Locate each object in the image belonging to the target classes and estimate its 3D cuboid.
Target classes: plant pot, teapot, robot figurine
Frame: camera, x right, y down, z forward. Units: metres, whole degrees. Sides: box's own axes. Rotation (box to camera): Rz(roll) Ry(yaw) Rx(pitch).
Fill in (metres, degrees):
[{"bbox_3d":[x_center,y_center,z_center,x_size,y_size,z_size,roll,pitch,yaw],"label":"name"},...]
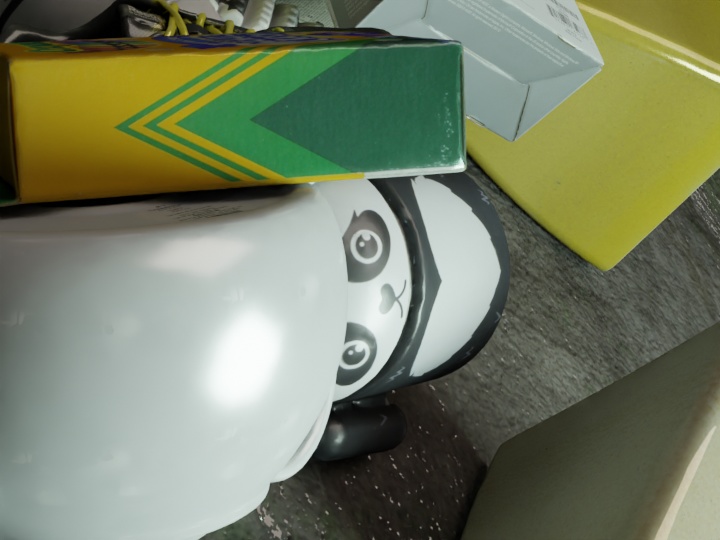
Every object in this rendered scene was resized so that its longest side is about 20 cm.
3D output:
[{"bbox_3d":[0.156,0.176,0.776,0.201,0.199,0.177,53,39,-2],"label":"plant pot"},{"bbox_3d":[-0.092,0.043,0.571,0.197,0.197,0.148,-134,-139,-75],"label":"teapot"},{"bbox_3d":[0.001,0.001,0.780,0.151,0.125,0.199,57,27,16],"label":"robot figurine"},{"bbox_3d":[0.161,-0.158,1.149,0.175,0.200,0.202,22,40,-28],"label":"plant pot"}]

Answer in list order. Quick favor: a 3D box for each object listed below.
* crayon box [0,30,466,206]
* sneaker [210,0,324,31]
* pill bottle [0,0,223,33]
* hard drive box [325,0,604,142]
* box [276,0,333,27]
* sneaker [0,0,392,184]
[{"bbox_3d":[-0.074,-0.062,0.589,0.197,0.126,0.052,-6,102,-20],"label":"crayon box"},{"bbox_3d":[-0.052,-0.113,0.883,0.198,0.081,0.075,29,29,-5],"label":"sneaker"},{"bbox_3d":[-0.154,-0.179,0.749,0.201,0.112,0.112,54,28,-2],"label":"pill bottle"},{"bbox_3d":[0.041,-0.195,0.903,0.155,0.077,0.202,24,38,-42],"label":"hard drive box"},{"bbox_3d":[-0.038,-0.217,0.993,0.199,0.095,0.078,11,49,-54],"label":"box"},{"bbox_3d":[-0.072,-0.081,0.683,0.075,0.197,0.085,-114,-166,-44],"label":"sneaker"}]
